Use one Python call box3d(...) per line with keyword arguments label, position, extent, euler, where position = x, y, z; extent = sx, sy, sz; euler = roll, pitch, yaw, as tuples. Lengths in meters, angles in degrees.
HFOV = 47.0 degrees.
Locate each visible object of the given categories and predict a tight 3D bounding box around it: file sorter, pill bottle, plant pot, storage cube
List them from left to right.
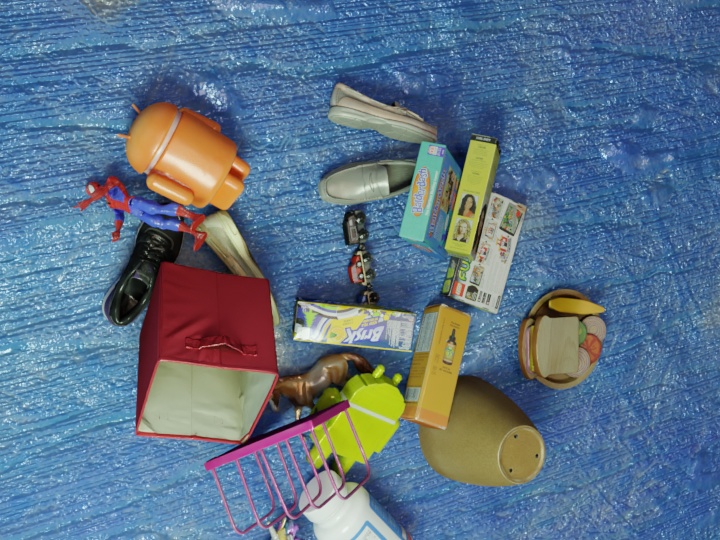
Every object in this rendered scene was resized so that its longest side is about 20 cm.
box3d(label="storage cube", position=(-0.225, 0.120, 1.200), extent=(0.167, 0.182, 0.202), euler=(9, 133, -21))
box3d(label="file sorter", position=(-0.104, 0.300, 1.251), extent=(0.197, 0.139, 0.128), euler=(-25, 85, 22))
box3d(label="pill bottle", position=(-0.009, 0.423, 1.366), extent=(0.112, 0.112, 0.201), euler=(-46, 112, -14))
box3d(label="plant pot", position=(0.224, 0.289, 1.415), extent=(0.182, 0.199, 0.191), euler=(-1, 92, -22))

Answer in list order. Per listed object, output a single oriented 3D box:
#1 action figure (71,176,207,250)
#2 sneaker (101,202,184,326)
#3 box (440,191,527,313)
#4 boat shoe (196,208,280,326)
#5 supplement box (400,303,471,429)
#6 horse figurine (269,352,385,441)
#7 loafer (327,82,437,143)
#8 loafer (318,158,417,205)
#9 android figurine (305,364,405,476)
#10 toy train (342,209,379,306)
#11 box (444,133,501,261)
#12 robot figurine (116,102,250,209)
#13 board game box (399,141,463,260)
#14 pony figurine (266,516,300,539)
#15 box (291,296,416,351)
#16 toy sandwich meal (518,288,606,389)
box3d(label="action figure", position=(-0.332, -0.074, 1.203), extent=(0.197, 0.066, 0.099), euler=(24, 51, 16))
box3d(label="sneaker", position=(-0.315, -0.006, 1.242), extent=(0.075, 0.087, 0.203), euler=(27, 82, -20))
box3d(label="box", position=(0.222, -0.037, 1.487), extent=(0.108, 0.035, 0.204), euler=(19, 85, -21))
box3d(label="boat shoe", position=(-0.192, 0.004, 1.305), extent=(0.062, 0.073, 0.204), euler=(-29, 100, -11))
box3d(label="supplement box", position=(0.129, 0.165, 1.426), extent=(0.065, 0.069, 0.204), euler=(21, 77, -21))
box3d(label="horse figurine", position=(-0.059, 0.196, 1.377), extent=(0.198, 0.050, 0.135), euler=(-31, 109, -15))
box3d(label="loafer", position=(0.043, -0.264, 1.389), extent=(0.196, 0.072, 0.064), euler=(11, 81, -19))
box3d(label="loafer", position=(0.025, -0.152, 1.383), extent=(0.196, 0.070, 0.072), euler=(-15, 96, -21))
box3d(label="android figurine", position=(-0.004, 0.246, 1.367), extent=(0.180, 0.041, 0.202), euler=(27, 101, -40))
box3d(label="toy train", position=(0.000, 0.000, 1.399), extent=(0.045, 0.034, 0.205), euler=(-12, 96, -17))
box3d(label="box", position=(0.194, -0.124, 1.422), extent=(0.049, 0.075, 0.205), euler=(12, 86, 16))
box3d(label="robot figurine", position=(-0.265, -0.174, 1.243), extent=(0.198, 0.116, 0.146), euler=(30, 84, -21))
box3d(label="board game box", position=(0.123, -0.110, 1.367), extent=(0.044, 0.200, 0.156), euler=(13, 86, 18))
box3d(label="pony figurine", position=(-0.118, 0.506, 1.324), extent=(0.192, 0.167, 0.201), euler=(35, 98, -18))
box3d(label="box", position=(-0.012, 0.088, 1.355), extent=(0.195, 0.070, 0.066), euler=(7, 93, -7))
box3d(label="toy sandwich meal", position=(0.382, 0.129, 1.540), extent=(0.201, 0.070, 0.211), euler=(-1, 93, -22))
